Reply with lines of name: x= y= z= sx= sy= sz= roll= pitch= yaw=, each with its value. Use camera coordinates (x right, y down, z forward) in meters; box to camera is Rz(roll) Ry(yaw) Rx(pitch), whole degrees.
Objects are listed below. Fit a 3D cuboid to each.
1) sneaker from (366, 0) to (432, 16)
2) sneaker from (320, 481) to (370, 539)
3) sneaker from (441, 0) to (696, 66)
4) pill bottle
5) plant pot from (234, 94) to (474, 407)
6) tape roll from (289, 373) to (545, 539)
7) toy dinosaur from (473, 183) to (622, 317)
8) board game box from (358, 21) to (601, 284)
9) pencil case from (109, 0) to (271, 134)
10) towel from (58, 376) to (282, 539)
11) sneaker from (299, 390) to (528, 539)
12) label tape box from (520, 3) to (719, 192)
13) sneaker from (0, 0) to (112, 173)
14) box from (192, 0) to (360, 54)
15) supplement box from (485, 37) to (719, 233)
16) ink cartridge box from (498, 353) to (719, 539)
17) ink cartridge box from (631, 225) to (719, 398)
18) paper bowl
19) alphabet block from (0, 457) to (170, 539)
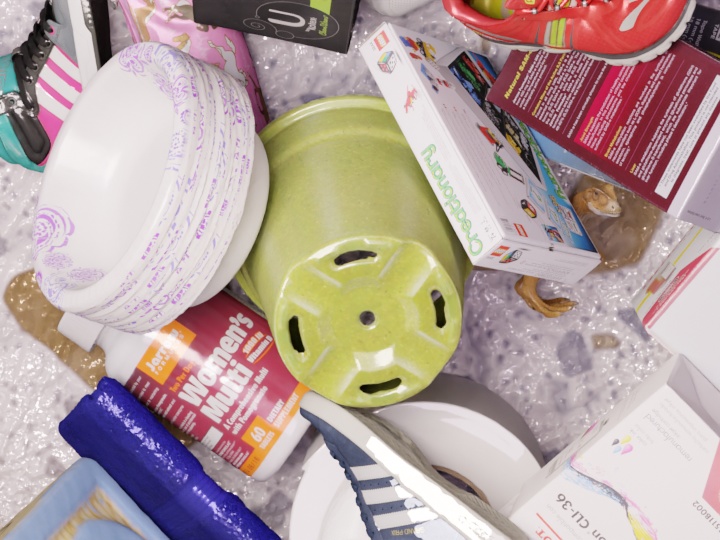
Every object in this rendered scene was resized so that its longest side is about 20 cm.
sneaker: x=0.101 y=-0.238 z=1.586 sx=0.200 sy=0.074 sz=0.116 roll=-39 pitch=55 yaw=6
sneaker: x=-0.009 y=0.242 z=1.524 sx=0.070 sy=0.080 sz=0.201 roll=18 pitch=92 yaw=1
sneaker: x=0.139 y=-0.184 z=1.472 sx=0.199 sy=0.085 sz=0.078 roll=0 pitch=81 yaw=42
pill bottle: x=-0.125 y=0.064 z=1.633 sx=0.199 sy=0.110 sz=0.110 roll=34 pitch=96 yaw=-2
plant pot: x=0.000 y=0.000 z=1.527 sx=0.199 sy=0.184 sz=0.202 roll=-2 pitch=115 yaw=-3
tape roll: x=0.049 y=0.186 z=1.625 sx=0.201 sy=0.139 sz=0.204 roll=0 pitch=96 yaw=3
toy dinosaur: x=0.122 y=-0.014 z=1.645 sx=0.199 sy=0.060 sz=0.107 roll=-19 pitch=97 yaw=28
board game box: x=0.087 y=-0.085 z=1.548 sx=0.035 sy=0.126 sz=0.201 roll=-42 pitch=59 yaw=27
pencil case: x=-0.126 y=-0.151 z=1.623 sx=0.086 sy=0.083 sz=0.201 roll=-18 pitch=96 yaw=16
towel: x=-0.139 y=0.164 z=1.636 sx=0.200 sy=0.148 sz=0.050 roll=44 pitch=67 yaw=-3
sneaker: x=0.020 y=0.165 z=1.481 sx=0.200 sy=0.075 sz=0.085 roll=39 pitch=99 yaw=23
label tape box: x=0.222 y=-0.127 z=1.570 sx=0.199 sy=0.063 sz=0.145 roll=25 pitch=99 yaw=37
sneaker: x=-0.248 y=-0.158 z=1.611 sx=0.120 sy=0.084 sz=0.201 roll=-3 pitch=119 yaw=2
box: x=-0.044 y=-0.283 z=1.541 sx=0.124 sy=0.149 sz=0.201 roll=12 pitch=72 yaw=1
supplement box: x=0.193 y=-0.121 z=1.508 sx=0.200 sy=0.061 sz=0.109 roll=37 pitch=105 yaw=38
ink cartridge box: x=0.186 y=0.168 z=1.489 sx=0.116 sy=0.068 sz=0.200 roll=45 pitch=115 yaw=-2
ink cartridge box: x=0.277 y=0.004 z=1.567 sx=0.083 sy=0.200 sz=0.145 roll=39 pitch=96 yaw=0
paper bowl: x=-0.141 y=-0.053 z=1.519 sx=0.104 sy=0.201 sz=0.201 roll=22 pitch=98 yaw=-34
alphabet block: x=-0.234 y=0.295 z=1.601 sx=0.200 sy=0.195 sz=0.197 roll=-41 pitch=92 yaw=19
